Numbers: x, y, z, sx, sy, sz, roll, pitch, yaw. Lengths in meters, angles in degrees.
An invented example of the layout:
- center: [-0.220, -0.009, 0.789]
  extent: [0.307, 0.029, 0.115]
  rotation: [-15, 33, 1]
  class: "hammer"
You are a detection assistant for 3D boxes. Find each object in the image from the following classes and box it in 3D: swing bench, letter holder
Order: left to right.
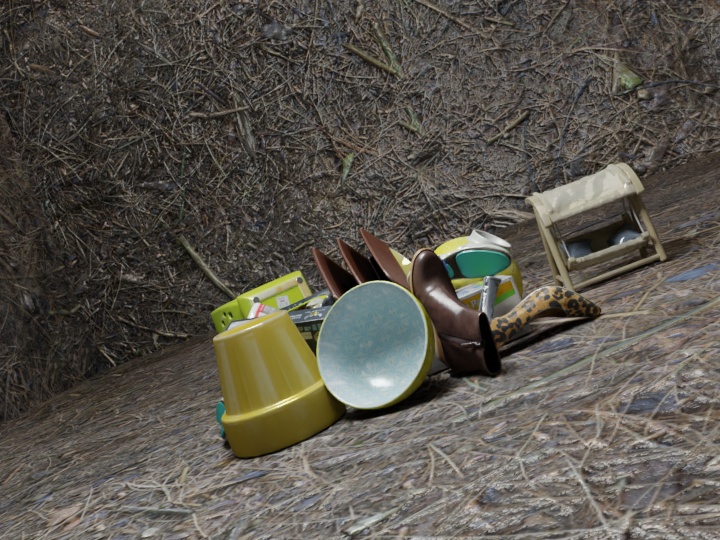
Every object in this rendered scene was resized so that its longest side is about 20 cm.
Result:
- center: [0.000, 0.000, 1.619]
  extent: [0.101, 0.142, 0.200]
  rotation: [-48, 32, 13]
  class: "letter holder"
- center: [0.449, -0.084, 1.643]
  extent: [0.197, 0.202, 0.130]
  rotation: [-21, 4, 2]
  class: "swing bench"

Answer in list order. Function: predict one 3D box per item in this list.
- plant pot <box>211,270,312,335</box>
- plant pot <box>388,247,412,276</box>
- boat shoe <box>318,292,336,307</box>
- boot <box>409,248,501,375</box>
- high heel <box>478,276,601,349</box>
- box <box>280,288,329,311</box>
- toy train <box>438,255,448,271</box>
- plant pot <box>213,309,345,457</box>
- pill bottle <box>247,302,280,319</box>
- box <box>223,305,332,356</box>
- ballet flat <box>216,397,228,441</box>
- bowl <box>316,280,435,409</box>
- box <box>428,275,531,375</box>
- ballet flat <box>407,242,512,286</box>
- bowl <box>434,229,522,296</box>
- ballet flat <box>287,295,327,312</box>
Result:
- center: [-0.189, 0.124, 1.911]
  extent: [0.199, 0.200, 0.181]
  rotation: [-23, -7, -32]
  class: "plant pot"
- center: [0.078, 0.074, 1.748]
  extent: [0.142, 0.200, 0.200]
  rotation: [-47, 8, -7]
  class: "plant pot"
- center: [-0.049, 0.082, 1.669]
  extent: [0.074, 0.068, 0.199]
  rotation: [-47, -7, -2]
  class: "boat shoe"
- center: [0.151, 0.060, 1.316]
  extent: [0.072, 0.202, 0.166]
  rotation: [-17, 5, -22]
  class: "boot"
- center: [0.281, 0.095, 1.370]
  extent: [0.198, 0.144, 0.072]
  rotation: [10, -23, 7]
  class: "high heel"
- center: [-0.102, 0.138, 1.775]
  extent: [0.199, 0.158, 0.051]
  rotation: [-24, -30, -31]
  class: "box"
- center: [0.120, 0.044, 1.522]
  extent: [0.045, 0.034, 0.201]
  rotation: [-4, -37, -15]
  class: "toy train"
- center: [-0.146, 0.174, 1.390]
  extent: [0.199, 0.190, 0.201]
  rotation: [-20, 4, 1]
  class: "plant pot"
- center: [-0.120, 0.142, 1.595]
  extent: [0.198, 0.115, 0.114]
  rotation: [18, 4, -2]
  class: "pill bottle"
- center: [-0.124, 0.154, 1.504]
  extent: [0.198, 0.159, 0.051]
  rotation: [-8, 25, 16]
  class: "box"
- center: [-0.222, 0.260, 1.534]
  extent: [0.071, 0.072, 0.200]
  rotation: [-22, 5, -11]
  class: "ballet flat"
- center: [0.041, 0.126, 1.351]
  extent: [0.199, 0.202, 0.107]
  rotation: [-19, -24, 26]
  class: "bowl"
- center: [0.173, 0.091, 1.464]
  extent: [0.199, 0.102, 0.112]
  rotation: [-22, 4, -8]
  class: "box"
- center: [0.176, -0.016, 1.538]
  extent: [0.199, 0.070, 0.069]
  rotation: [-17, 6, 23]
  class: "ballet flat"
- center: [0.233, -0.013, 1.647]
  extent: [0.199, 0.108, 0.200]
  rotation: [21, 15, -6]
  class: "bowl"
- center: [-0.113, 0.096, 1.715]
  extent: [0.199, 0.067, 0.067]
  rotation: [-23, -13, -30]
  class: "ballet flat"
